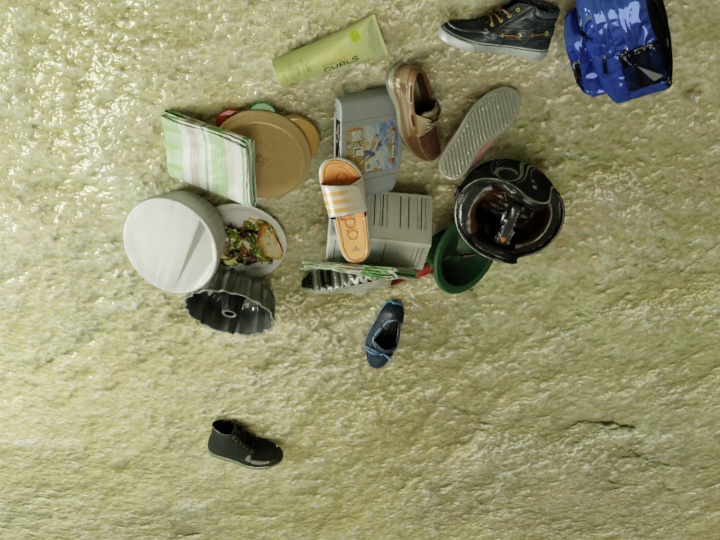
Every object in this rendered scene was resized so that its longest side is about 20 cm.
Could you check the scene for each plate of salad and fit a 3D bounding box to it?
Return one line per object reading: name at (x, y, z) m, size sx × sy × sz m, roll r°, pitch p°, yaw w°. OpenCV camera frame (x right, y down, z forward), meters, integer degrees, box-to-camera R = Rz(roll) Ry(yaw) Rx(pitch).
plate of salad at (-0.251, -0.051, 1.770) m, size 0.196 × 0.048 × 0.202 m, roll 0°, pitch 132°, yaw 0°

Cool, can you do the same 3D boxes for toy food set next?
toy food set at (-0.187, -0.224, 1.617) m, size 0.195 × 0.049 × 0.201 m, roll 18°, pitch 129°, yaw -15°

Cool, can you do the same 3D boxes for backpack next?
backpack at (0.413, -0.392, 1.388) m, size 0.165 × 0.164 × 0.201 m, roll -15°, pitch 131°, yaw 18°

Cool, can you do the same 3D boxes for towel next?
towel at (-0.283, -0.204, 1.593) m, size 0.198 × 0.031 × 0.151 m, roll 20°, pitch 132°, yaw 19°
towel at (0.000, 0.000, 1.663) m, size 0.197 × 0.152 × 0.024 m, roll 5°, pitch 91°, yaw 20°

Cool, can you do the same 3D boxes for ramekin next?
ramekin at (-0.358, -0.064, 1.696) m, size 0.199 × 0.094 × 0.205 m, roll 6°, pitch 115°, yaw 13°

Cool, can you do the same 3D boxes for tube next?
tube at (-0.056, -0.376, 1.485) m, size 0.197 × 0.053 × 0.058 m, roll -17°, pitch 170°, yaw 9°

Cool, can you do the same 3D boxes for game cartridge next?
game cartridge at (0.014, -0.230, 1.573) m, size 0.131 × 0.042 × 0.203 m, roll -12°, pitch 124°, yaw -20°

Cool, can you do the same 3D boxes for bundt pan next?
bundt pan at (-0.270, 0.060, 1.824) m, size 0.198 × 0.077 × 0.203 m, roll 8°, pitch 150°, yaw 5°

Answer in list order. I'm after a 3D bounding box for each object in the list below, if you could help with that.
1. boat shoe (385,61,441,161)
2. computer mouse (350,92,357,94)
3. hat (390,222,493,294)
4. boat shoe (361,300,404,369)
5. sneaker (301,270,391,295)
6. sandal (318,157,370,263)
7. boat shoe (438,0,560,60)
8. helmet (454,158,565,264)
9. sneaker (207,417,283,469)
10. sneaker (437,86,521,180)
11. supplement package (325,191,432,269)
boat shoe at (0.107, -0.277, 1.534) m, size 0.071 × 0.076 × 0.201 m, roll 18°, pitch 147°, yaw 42°
computer mouse at (-0.022, -0.234, 1.593) m, size 0.058 × 0.034 × 0.203 m, roll -5°, pitch 120°, yaw -30°
hat at (0.159, -0.054, 1.783) m, size 0.199 × 0.175 × 0.167 m, roll -39°, pitch 129°, yaw -16°
boat shoe at (0.048, 0.156, 1.932) m, size 0.083 × 0.069 × 0.202 m, roll 5°, pitch 131°, yaw -4°
sneaker at (-0.028, 0.025, 1.822) m, size 0.197 × 0.076 × 0.082 m, roll -10°, pitch 140°, yaw 10°
sandal at (-0.019, -0.102, 1.554) m, size 0.078 × 0.059 × 0.209 m, roll -14°, pitch 112°, yaw 3°
boat shoe at (0.232, -0.417, 1.435) m, size 0.197 × 0.071 × 0.092 m, roll 4°, pitch 131°, yaw -12°
helmet at (0.279, -0.115, 1.614) m, size 0.197 × 0.190 × 0.203 m, roll 8°, pitch 107°, yaw 26°
sneaker at (-0.289, 0.442, 2.180) m, size 0.197 × 0.075 × 0.107 m, roll 9°, pitch 133°, yaw -6°
sneaker at (0.212, -0.250, 1.583) m, size 0.075 × 0.105 × 0.201 m, roll 39°, pitch 93°, yaw 0°
supplement package at (0.036, -0.081, 1.679) m, size 0.196 × 0.111 × 0.114 m, roll 5°, pitch 154°, yaw -4°
